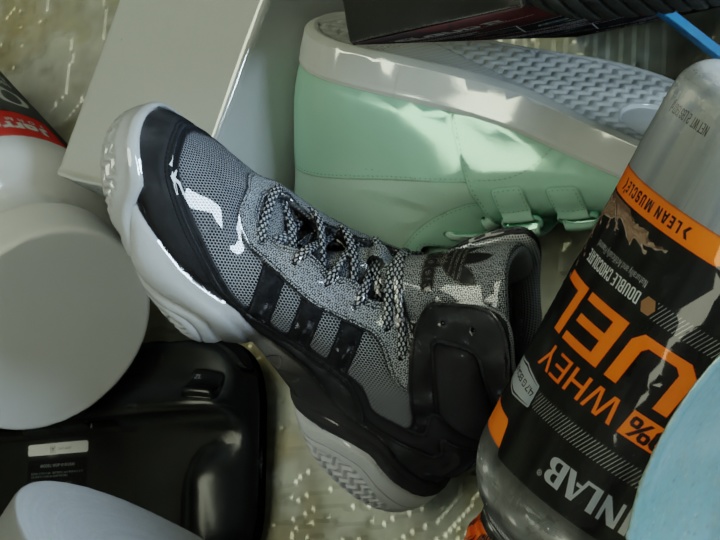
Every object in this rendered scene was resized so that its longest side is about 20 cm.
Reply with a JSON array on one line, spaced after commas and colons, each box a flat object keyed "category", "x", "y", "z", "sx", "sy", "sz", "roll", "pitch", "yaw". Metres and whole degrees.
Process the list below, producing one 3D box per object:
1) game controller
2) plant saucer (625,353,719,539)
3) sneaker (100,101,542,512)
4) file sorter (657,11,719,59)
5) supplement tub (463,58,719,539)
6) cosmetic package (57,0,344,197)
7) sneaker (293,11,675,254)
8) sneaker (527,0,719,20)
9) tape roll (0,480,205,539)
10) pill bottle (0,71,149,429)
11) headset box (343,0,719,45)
[{"category": "game controller", "x": -0.125, "y": 0.087, "z": 1.068, "sx": 0.199, "sy": 0.042, "sz": 0.105, "roll": -7, "pitch": 85, "yaw": 33}, {"category": "plant saucer", "x": 0.174, "y": 0.078, "z": 0.786, "sx": 0.201, "sy": 0.201, "sz": 0.039, "roll": -51, "pitch": 21, "yaw": 9}, {"category": "sneaker", "x": 0.000, "y": 0.000, "z": 0.912, "sx": 0.114, "sy": 0.200, "sz": 0.076, "roll": -24, "pitch": 29, "yaw": 33}, {"category": "file sorter", "x": 0.183, "y": -0.179, "z": 0.888, "sx": 0.138, "sy": 0.123, "sz": 0.201, "roll": -4, "pitch": 72, "yaw": 33}, {"category": "supplement tub", "x": 0.119, "y": 0.039, "z": 0.847, "sx": 0.122, "sy": 0.122, "sz": 0.201, "roll": 37, "pitch": 106, "yaw": 37}, {"category": "cosmetic package", "x": -0.034, "y": -0.108, "z": 1.020, "sx": 0.081, "sy": 0.113, "sz": 0.201, "roll": 17, "pitch": 82, "yaw": 37}, {"category": "sneaker", "x": 0.065, "y": -0.022, "z": 0.961, "sx": 0.200, "sy": 0.074, "sz": 0.119, "roll": 17, "pitch": 117, "yaw": 19}, {"category": "sneaker", "x": 0.133, "y": -0.152, "z": 0.795, "sx": 0.199, "sy": 0.074, "sz": 0.089, "roll": -26, "pitch": 61, "yaw": 14}, {"category": "tape roll", "x": -0.058, "y": 0.160, "z": 0.888, "sx": 0.200, "sy": 0.200, "sz": 0.066, "roll": 39, "pitch": 97, "yaw": 37}, {"category": "pill bottle", "x": -0.174, "y": -0.022, "z": 1.064, "sx": 0.116, "sy": 0.116, "sz": 0.200, "roll": -54, "pitch": 43, "yaw": 7}, {"category": "headset box", "x": 0.053, "y": -0.161, "z": 0.899, "sx": 0.075, "sy": 0.200, "sz": 0.149, "roll": -9, "pitch": 90, "yaw": 32}]
